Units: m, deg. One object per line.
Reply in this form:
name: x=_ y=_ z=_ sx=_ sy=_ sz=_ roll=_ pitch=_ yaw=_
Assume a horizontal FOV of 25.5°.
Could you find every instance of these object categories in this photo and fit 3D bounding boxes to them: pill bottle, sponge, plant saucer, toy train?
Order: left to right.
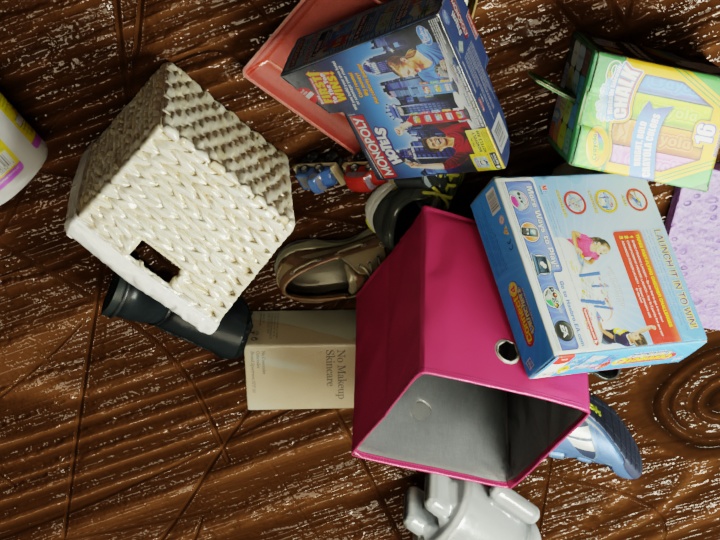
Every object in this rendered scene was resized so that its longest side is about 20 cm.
pill bottle: x=-0.430 y=-0.167 z=1.681 sx=0.104 sy=0.105 sz=0.200 roll=-32 pitch=115 yaw=17
plant saucer: x=0.004 y=-0.212 z=1.657 sx=0.199 sy=0.037 sz=0.200 roll=34 pitch=139 yaw=-14
toy train: x=0.007 y=-0.104 z=1.710 sx=0.198 sy=0.046 sz=0.034 roll=1 pitch=142 yaw=35
sponge: x=0.397 y=-0.028 z=1.813 sx=0.110 sy=0.030 sz=0.202 roll=8 pitch=119 yaw=-5

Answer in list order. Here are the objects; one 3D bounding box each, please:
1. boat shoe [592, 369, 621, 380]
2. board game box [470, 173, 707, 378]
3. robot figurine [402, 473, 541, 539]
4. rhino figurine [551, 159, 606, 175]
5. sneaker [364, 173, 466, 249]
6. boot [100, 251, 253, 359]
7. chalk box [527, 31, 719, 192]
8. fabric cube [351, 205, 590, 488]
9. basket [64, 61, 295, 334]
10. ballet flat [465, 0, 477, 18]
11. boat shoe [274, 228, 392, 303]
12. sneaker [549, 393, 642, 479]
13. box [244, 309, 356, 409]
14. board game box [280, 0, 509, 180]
boat shoe: x=0.252 y=0.054 z=1.811 sx=0.068 sy=0.057 sz=0.200 roll=-24 pitch=135 yaw=20
board game box: x=0.232 y=0.001 z=1.622 sx=0.194 sy=0.202 sz=0.056 roll=-3 pitch=154 yaw=-29
robot figurine: x=0.143 y=0.328 z=1.967 sx=0.199 sy=0.114 sz=0.170 roll=34 pitch=124 yaw=-19
rhino figurine: x=0.228 y=-0.045 z=1.784 sx=0.086 sy=0.060 sz=0.201 roll=12 pitch=127 yaw=-13
sneaker: x=0.086 y=-0.099 z=1.727 sx=0.074 sy=0.085 sz=0.201 roll=28 pitch=111 yaw=-27
boot: x=-0.198 y=0.040 z=1.759 sx=0.166 sy=0.200 sz=0.077 roll=21 pitch=87 yaw=-8
chalk box: x=0.270 y=-0.170 z=1.663 sx=0.197 sy=0.125 sz=0.126 roll=10 pitch=106 yaw=-6
fabric cube: x=0.114 y=0.085 z=1.679 sx=0.194 sy=0.201 sz=0.200 roll=14 pitch=145 yaw=-17
basket: x=-0.185 y=-0.081 z=1.684 sx=0.198 sy=0.201 sz=0.161 roll=37 pitch=108 yaw=-20
ballet flat: x=0.081 y=-0.246 z=1.663 sx=0.068 sy=0.063 sz=0.202 roll=11 pitch=120 yaw=-6
boat shoe: x=0.000 y=0.000 z=1.800 sx=0.197 sy=0.072 sz=0.076 roll=-12 pitch=120 yaw=6
sneaker: x=0.256 y=0.191 z=1.917 sx=0.199 sy=0.074 sz=0.082 roll=39 pitch=115 yaw=-12
box: x=-0.034 y=0.103 z=1.856 sx=0.197 sy=0.078 sz=0.096 roll=-2 pitch=119 yaw=1
board game box: x=0.032 y=-0.186 z=1.597 sx=0.198 sy=0.062 sz=0.201 roll=-2 pitch=135 yaw=29
